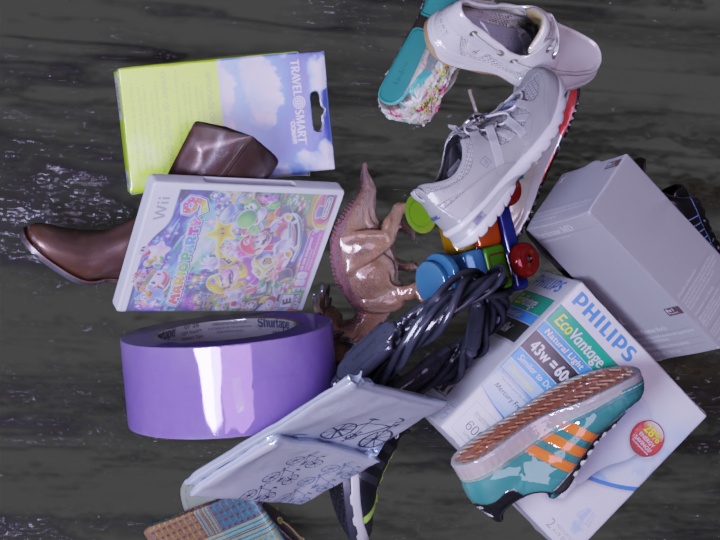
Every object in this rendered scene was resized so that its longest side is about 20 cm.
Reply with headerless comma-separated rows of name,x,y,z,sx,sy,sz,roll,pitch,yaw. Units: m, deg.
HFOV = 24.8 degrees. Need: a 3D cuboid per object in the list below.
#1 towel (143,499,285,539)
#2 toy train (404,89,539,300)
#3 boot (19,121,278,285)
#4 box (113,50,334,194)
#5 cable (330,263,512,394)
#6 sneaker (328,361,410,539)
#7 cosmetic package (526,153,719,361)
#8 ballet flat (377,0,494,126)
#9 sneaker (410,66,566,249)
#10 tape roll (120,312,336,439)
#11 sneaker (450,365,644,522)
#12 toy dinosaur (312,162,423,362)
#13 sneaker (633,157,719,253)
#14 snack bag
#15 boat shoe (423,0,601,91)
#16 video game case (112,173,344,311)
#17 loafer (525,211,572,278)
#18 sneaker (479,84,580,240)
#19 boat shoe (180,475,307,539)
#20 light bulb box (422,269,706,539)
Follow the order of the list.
towel,-0.109,0.313,1.600,0.146,0.022,0.200,-24,102,31
toy train,0.087,-0.068,1.554,0.116,0.085,0.201,-14,90,-43
boot,-0.192,-0.071,1.515,0.186,0.064,0.200,20,117,-39
box,-0.131,-0.145,1.576,0.199,0.048,0.122,-7,98,-12
cable,0.073,0.068,1.513,0.200,0.163,0.051,-44,61,21
sneaker,0.013,0.178,1.618,0.083,0.072,0.201,-8,109,-14
cosmetic package,0.272,-0.011,1.594,0.200,0.107,0.090,41,64,-16
ballet flat,0.085,-0.231,1.616,0.064,0.076,0.200,31,93,-44
sneaker,0.121,-0.119,1.503,0.082,0.075,0.200,39,65,-14
tape roll,-0.121,0.095,1.524,0.199,0.200,0.085,-6,98,-12
sneaker,0.187,0.163,1.543,0.200,0.071,0.080,-29,105,-2
toy dinosaur,0.000,0.000,1.600,0.135,0.086,0.201,-13,99,-11
sneaker,0.337,-0.035,1.680,0.200,0.070,0.078,35,94,-12
snack bag,-0.033,0.159,1.486,0.200,0.188,0.021,-33,64,21
boat shoe,0.160,-0.218,1.561,0.199,0.069,0.071,4,67,-31
video game case,-0.123,-0.023,1.542,0.199,0.018,0.144,1,124,-32
loafer,0.251,0.003,1.678,0.200,0.063,0.072,43,64,-17
sneaker,0.144,-0.110,1.640,0.093,0.070,0.200,24,91,2
boat shoe,-0.096,0.269,1.621,0.201,0.061,0.072,49,127,-6
light bulb box,0.198,0.140,1.639,0.200,0.125,0.198,-46,102,-4
